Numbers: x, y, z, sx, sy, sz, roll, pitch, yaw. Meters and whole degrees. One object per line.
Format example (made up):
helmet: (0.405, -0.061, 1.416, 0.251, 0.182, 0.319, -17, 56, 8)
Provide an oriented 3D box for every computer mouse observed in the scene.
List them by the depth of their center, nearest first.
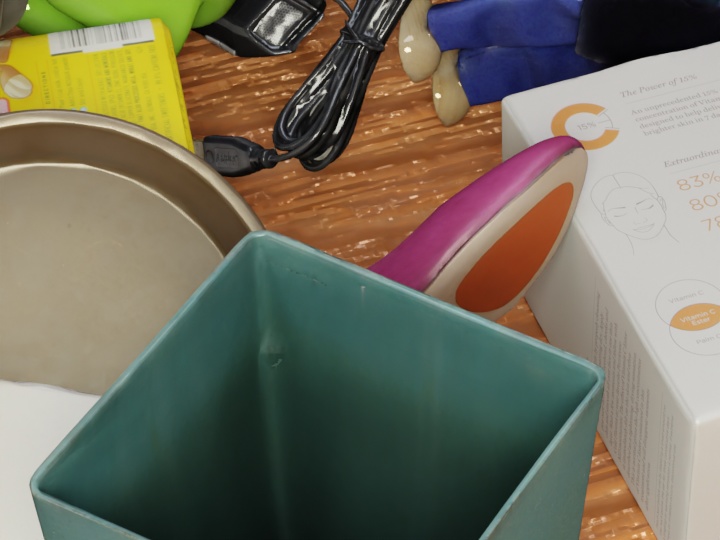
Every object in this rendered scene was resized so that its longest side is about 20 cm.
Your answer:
computer mouse: (-0.049, -0.106, 1.369, 0.200, 0.046, 0.141, 15, 75, 45)

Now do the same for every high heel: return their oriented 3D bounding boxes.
high heel: (0.000, 0.000, 1.192, 0.200, 0.067, 0.096, -44, 59, 7)

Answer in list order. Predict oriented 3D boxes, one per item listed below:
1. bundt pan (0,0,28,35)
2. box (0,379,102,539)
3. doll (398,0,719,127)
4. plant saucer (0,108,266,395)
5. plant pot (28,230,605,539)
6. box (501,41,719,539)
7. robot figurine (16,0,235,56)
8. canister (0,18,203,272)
bundt pan: (-0.225, -0.132, 1.225, 0.201, 0.076, 0.202, 0, 46, 0)
box: (-0.130, 0.143, 1.061, 0.082, 0.068, 0.201, 9, 66, 10)
doll: (0.124, -0.103, 1.313, 0.199, 0.136, 0.049, -5, 61, 22)
plant saucer: (-0.122, 0.037, 1.155, 0.199, 0.029, 0.201, 1, 80, -4)
plant pot: (-0.011, 0.121, 1.032, 0.141, 0.200, 0.141, 22, 50, 22)
box: (0.150, 0.010, 1.214, 0.124, 0.098, 0.200, -14, 46, -12)
robot figurine: (-0.092, -0.191, 1.340, 0.115, 0.175, 0.201, 27, 71, -24)
canister: (-0.169, -0.031, 1.241, 0.199, 0.087, 0.149, -9, 48, -6)
